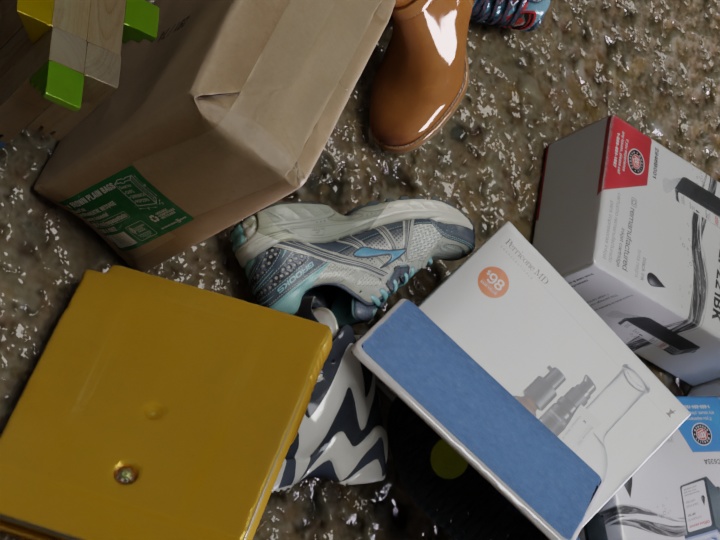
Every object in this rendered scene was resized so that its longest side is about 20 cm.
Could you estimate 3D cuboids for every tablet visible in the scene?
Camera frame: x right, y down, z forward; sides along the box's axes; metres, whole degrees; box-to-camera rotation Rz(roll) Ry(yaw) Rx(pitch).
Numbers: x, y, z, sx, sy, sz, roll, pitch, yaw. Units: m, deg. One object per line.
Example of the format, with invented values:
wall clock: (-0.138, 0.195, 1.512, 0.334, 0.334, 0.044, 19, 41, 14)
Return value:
tablet: (0.083, 0.105, 1.455, 0.200, 0.014, 0.130, 42, 23, 3)

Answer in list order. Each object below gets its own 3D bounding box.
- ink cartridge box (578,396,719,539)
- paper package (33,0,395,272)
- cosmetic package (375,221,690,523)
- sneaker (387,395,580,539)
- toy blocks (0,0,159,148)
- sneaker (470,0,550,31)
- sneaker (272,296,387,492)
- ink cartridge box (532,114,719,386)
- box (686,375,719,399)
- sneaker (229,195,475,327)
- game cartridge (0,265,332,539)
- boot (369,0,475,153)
ink cartridge box: (0.225, 0.204, 1.636, 0.146, 0.086, 0.201, 2, 72, -40)
paper package: (-0.098, -0.118, 1.400, 0.103, 0.200, 0.191, 42, 52, -22)
cosmetic package: (0.122, 0.088, 1.548, 0.200, 0.052, 0.151, 46, 70, 2)
sneaker: (0.094, 0.165, 1.478, 0.200, 0.066, 0.078, 49, 13, 20)
toy blocks: (-0.210, -0.160, 1.374, 0.100, 0.137, 0.201, 21, 55, -30)
sneaker: (0.118, -0.235, 1.708, 0.200, 0.079, 0.096, -41, 104, -41)
sneaker: (-0.058, 0.082, 1.424, 0.198, 0.079, 0.130, 1, 89, -40)
ink cartridge box: (0.243, -0.014, 1.729, 0.200, 0.084, 0.145, 29, 57, -30)
box: (0.379, 0.157, 1.756, 0.200, 0.124, 0.098, 52, 49, -14)
sneaker: (0.000, 0.000, 1.525, 0.199, 0.078, 0.087, -5, 72, -31)
game cartridge: (-0.131, 0.098, 1.342, 0.175, 0.033, 0.201, 16, 55, 11)
boot: (0.042, -0.191, 1.551, 0.201, 0.077, 0.155, -58, 158, 5)
